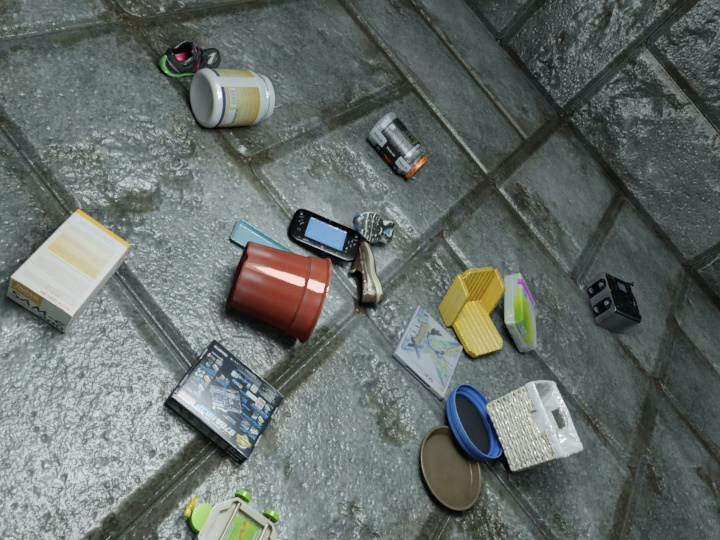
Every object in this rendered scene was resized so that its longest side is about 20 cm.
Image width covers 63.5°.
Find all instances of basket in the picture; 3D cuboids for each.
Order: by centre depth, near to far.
[{"bbox_3d":[0.465,0.418,1.559,0.198,0.159,0.203,16,49,-54],"label":"basket"}]

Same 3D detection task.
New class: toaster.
[{"bbox_3d":[0.976,0.124,2.242,0.196,0.118,0.185,18,51,-27],"label":"toaster"}]

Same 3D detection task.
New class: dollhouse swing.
[{"bbox_3d":[0.364,0.122,1.725,0.196,0.185,0.177,-5,43,-41],"label":"dollhouse swing"}]

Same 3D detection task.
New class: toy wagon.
[{"bbox_3d":[-0.240,0.485,1.066,0.198,0.040,0.157,39,44,-10],"label":"toy wagon"}]

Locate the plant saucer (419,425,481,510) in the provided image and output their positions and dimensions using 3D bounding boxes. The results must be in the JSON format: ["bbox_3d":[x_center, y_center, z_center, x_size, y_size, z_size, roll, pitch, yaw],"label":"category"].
[{"bbox_3d":[0.219,0.489,1.442,0.196,0.029,0.205,22,49,-27],"label":"plant saucer"}]

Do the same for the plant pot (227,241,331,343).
[{"bbox_3d":[-0.189,0.038,1.321,0.190,0.202,0.205,19,50,-16],"label":"plant pot"}]

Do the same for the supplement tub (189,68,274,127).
[{"bbox_3d":[-0.342,-0.464,1.566,0.197,0.144,0.147,-16,71,-44],"label":"supplement tub"}]

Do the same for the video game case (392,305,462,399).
[{"bbox_3d":[0.190,0.222,1.608,0.182,0.022,0.201,42,43,-7],"label":"video game case"}]

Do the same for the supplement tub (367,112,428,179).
[{"bbox_3d":[0.126,-0.407,1.922,0.201,0.122,0.122,49,43,1],"label":"supplement tub"}]

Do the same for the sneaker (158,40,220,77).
[{"bbox_3d":[-0.457,-0.583,1.600,0.077,0.084,0.199,52,43,4],"label":"sneaker"}]

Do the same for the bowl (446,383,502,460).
[{"bbox_3d":[0.299,0.401,1.533,0.198,0.039,0.204,34,35,-28],"label":"bowl"}]

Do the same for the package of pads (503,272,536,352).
[{"bbox_3d":[0.508,0.136,1.855,0.156,0.067,0.203,55,34,-36],"label":"package of pads"}]

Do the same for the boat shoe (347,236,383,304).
[{"bbox_3d":[0.002,-0.004,1.579,0.073,0.075,0.206,-6,57,-21],"label":"boat shoe"}]

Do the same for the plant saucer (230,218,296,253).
[{"bbox_3d":[-0.232,-0.052,1.461,0.197,0.019,0.071,31,46,-17],"label":"plant saucer"}]

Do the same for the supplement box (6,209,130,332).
[{"bbox_3d":[-0.557,-0.002,1.122,0.125,0.073,0.203,36,45,-13],"label":"supplement box"}]

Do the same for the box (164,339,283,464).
[{"bbox_3d":[-0.272,0.264,1.187,0.199,0.046,0.160,41,44,-9],"label":"box"}]

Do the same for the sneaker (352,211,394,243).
[{"bbox_3d":[0.022,-0.119,1.645,0.199,0.088,0.081,18,85,-63],"label":"sneaker"}]

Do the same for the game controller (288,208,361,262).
[{"bbox_3d":[-0.094,-0.093,1.559,0.195,0.043,0.106,22,47,-8],"label":"game controller"}]
